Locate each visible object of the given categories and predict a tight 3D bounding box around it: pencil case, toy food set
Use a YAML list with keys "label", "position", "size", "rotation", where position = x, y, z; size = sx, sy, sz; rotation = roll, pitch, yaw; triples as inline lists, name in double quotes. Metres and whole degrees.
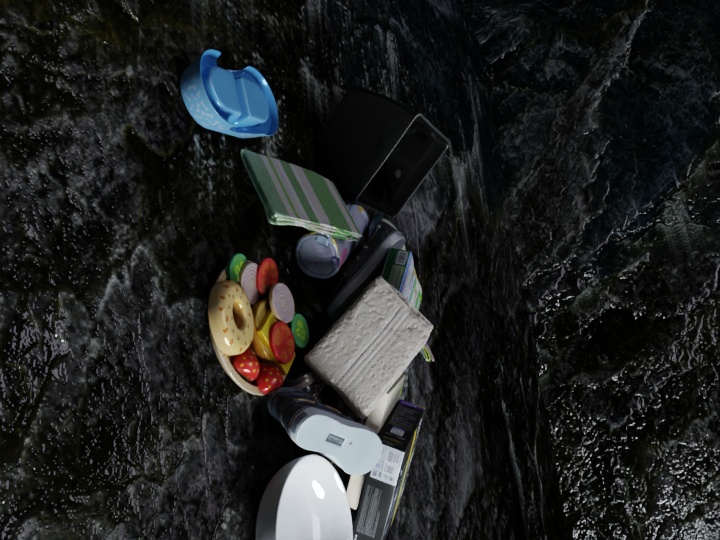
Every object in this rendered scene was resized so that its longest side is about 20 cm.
- label: "pencil case"
  position: [-0.048, -0.061, 1.158]
  size: [0.200, 0.082, 0.092]
  rotation: [-52, 150, -62]
- label: "toy food set"
  position: [-0.145, 0.074, 0.909]
  size: [0.201, 0.048, 0.199]
  rotation: [63, 26, -26]

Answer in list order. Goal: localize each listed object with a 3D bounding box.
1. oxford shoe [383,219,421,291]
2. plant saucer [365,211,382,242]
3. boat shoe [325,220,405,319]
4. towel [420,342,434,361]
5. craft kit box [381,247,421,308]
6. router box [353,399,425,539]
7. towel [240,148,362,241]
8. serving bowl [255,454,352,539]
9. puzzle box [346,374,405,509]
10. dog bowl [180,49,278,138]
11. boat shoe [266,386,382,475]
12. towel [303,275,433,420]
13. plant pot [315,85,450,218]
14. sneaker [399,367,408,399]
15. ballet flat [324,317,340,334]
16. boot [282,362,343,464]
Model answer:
- label: "oxford shoe"
  position: [0.073, -0.019, 1.432]
  size: [0.202, 0.075, 0.058]
  rotation: [64, -13, -8]
- label: "plant saucer"
  position: [0.022, -0.016, 1.266]
  size: [0.200, 0.027, 0.203]
  rotation: [-175, -90, -88]
- label: "boat shoe"
  position: [0.000, 0.000, 1.150]
  size: [0.057, 0.200, 0.069]
  rotation: [44, 9, 22]
- label: "towel"
  position: [0.088, 0.096, 1.370]
  size: [0.201, 0.023, 0.144]
  rotation: [64, -11, -27]
- label: "craft kit box"
  position: [0.058, 0.093, 1.143]
  size: [0.198, 0.048, 0.202]
  rotation: [65, 40, -60]
- label: "router box"
  position: [0.047, 0.341, 1.066]
  size: [0.157, 0.052, 0.202]
  rotation: [-37, 141, -68]
- label: "towel"
  position: [-0.095, -0.119, 1.050]
  size: [0.199, 0.023, 0.153]
  rotation: [9, 45, -48]
- label: "serving bowl"
  position: [-0.084, 0.358, 0.868]
  size: [0.200, 0.065, 0.202]
  rotation: [46, 37, -50]
- label: "puzzle box"
  position: [0.024, 0.279, 1.067]
  size: [0.133, 0.025, 0.202]
  rotation: [-14, 120, -75]
- label: "dog bowl"
  position: [-0.198, -0.261, 0.977]
  size: [0.200, 0.049, 0.113]
  rotation: [-6, 82, -66]
- label: "boat shoe"
  position: [-0.047, 0.226, 0.923]
  size: [0.071, 0.091, 0.200]
  rotation: [-53, 134, -5]
- label: "towel"
  position: [0.016, 0.115, 0.996]
  size: [0.132, 0.034, 0.200]
  rotation: [44, 61, 1]
- label: "plant pot"
  position: [0.030, -0.249, 1.285]
  size: [0.177, 0.201, 0.199]
  rotation: [42, 13, 23]
- label: "sneaker"
  position: [0.067, 0.211, 1.305]
  size: [0.201, 0.073, 0.082]
  rotation: [-67, 151, -50]
- label: "ballet flat"
  position: [0.007, 0.120, 1.198]
  size: [0.200, 0.070, 0.070]
  rotation: [16, 66, -63]
- label: "boot"
  position: [-0.043, 0.213, 1.031]
  size: [0.200, 0.073, 0.152]
  rotation: [-17, 92, -63]
